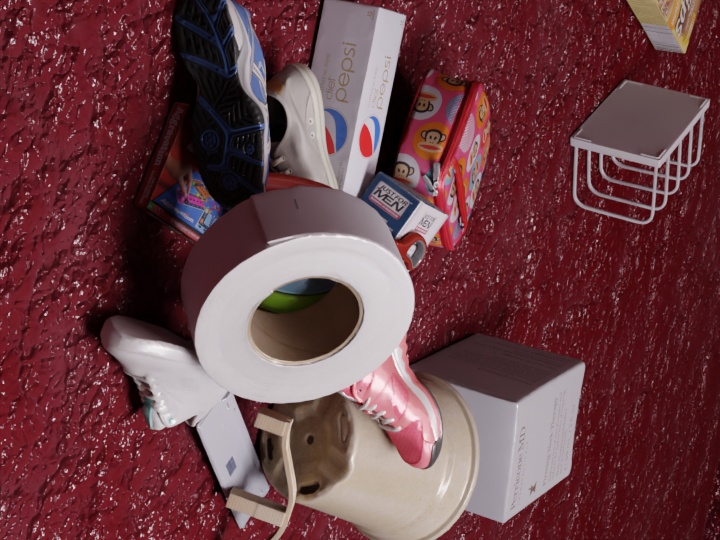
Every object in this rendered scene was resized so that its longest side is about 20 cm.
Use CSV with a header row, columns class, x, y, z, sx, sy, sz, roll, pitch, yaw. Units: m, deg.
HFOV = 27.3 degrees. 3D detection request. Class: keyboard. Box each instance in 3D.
class,x,y,z,sx,sy,sz,roll,pitch,yaw
keyboard,-0.131,0.195,1.526,0.056,0.011,0.200,-51,149,-27

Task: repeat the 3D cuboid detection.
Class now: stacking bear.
class,x,y,z,sx,sy,sz,roll,pitch,yaw
stacking bear,-0.076,0.021,1.423,0.114,0.121,0.200,-2,123,-24

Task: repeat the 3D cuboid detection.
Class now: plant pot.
class,x,y,z,sx,sy,sz,roll,pitch,yaw
plant pot,-0.004,0.194,1.609,0.183,0.200,0.201,19,86,-49

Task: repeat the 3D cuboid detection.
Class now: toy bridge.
class,x,y,z,sx,sy,sz,roll,pitch,yaw
toy bridge,-0.105,0.245,1.523,0.027,0.067,0.200,-62,172,-82

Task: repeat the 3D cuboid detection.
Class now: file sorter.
class,x,y,z,sx,sy,sz,roll,pitch,yaw
file sorter,0.416,-0.175,2.211,0.200,0.139,0.125,-44,142,-43

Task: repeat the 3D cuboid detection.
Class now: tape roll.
class,x,y,z,sx,sy,sz,roll,pitch,yaw
tape roll,-0.056,0.023,1.313,0.202,0.071,0.203,-10,133,-11

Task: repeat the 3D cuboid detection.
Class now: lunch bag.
class,x,y,z,sx,sy,sz,roll,pitch,yaw
lunch bag,0.087,-0.112,1.683,0.200,0.082,0.176,72,37,-66

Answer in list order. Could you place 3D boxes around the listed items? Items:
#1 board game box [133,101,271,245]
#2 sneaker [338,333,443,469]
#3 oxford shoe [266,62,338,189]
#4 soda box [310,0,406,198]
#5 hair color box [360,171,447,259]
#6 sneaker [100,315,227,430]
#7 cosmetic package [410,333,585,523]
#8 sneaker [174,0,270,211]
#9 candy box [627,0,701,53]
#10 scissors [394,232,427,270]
class,x,y,z,sx,sy,sz,roll,pitch,yaw
board game box,-0.137,-0.072,1.401,0.200,0.019,0.103,38,69,-59
sneaker,0.013,0.119,1.490,0.087,0.074,0.200,-29,104,-31
oxford shoe,-0.063,-0.103,1.454,0.058,0.075,0.200,-24,117,-30
soda box,-0.014,-0.173,1.520,0.064,0.068,0.200,-2,105,-62
hair color box,0.000,0.000,1.554,0.200,0.061,0.100,-54,161,6
sneaker,-0.181,0.103,1.358,0.089,0.075,0.200,-61,151,-2
cosmetic package,0.166,0.197,1.906,0.200,0.166,0.168,-21,121,-55
sneaker,-0.109,-0.152,1.327,0.077,0.076,0.200,-15,100,-66
candy box,0.468,-0.427,2.270,0.200,0.055,0.116,33,73,-60
scissors,0.029,-0.027,1.469,0.073,0.014,0.200,-48,159,-7
